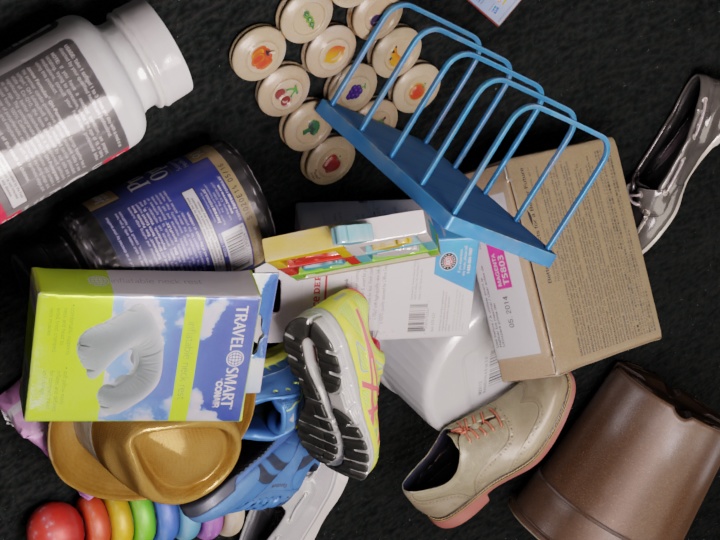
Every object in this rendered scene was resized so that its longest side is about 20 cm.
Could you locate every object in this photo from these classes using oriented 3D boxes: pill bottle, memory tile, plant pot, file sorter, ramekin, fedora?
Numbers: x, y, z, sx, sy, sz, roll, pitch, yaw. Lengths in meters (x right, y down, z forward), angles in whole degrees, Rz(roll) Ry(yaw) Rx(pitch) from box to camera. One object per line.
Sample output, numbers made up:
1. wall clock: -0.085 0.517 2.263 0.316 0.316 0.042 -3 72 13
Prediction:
1. pill bottle: -0.177 -0.018 1.560 0.199 0.112 0.112 -26 137 -18
2. memory tile: -0.017 -0.170 1.626 0.153 0.017 0.200 -39 139 -4
3. plant pot: 0.296 0.221 2.080 0.200 0.200 0.199 21 103 -46
4. file sorter: 0.089 -0.118 1.591 0.138 0.200 0.123 17 110 -45
5. pill bottle: -0.230 -0.122 1.431 0.199 0.111 0.111 -32 138 -11
6. ramekin: 0.114 0.067 1.868 0.200 0.098 0.201 -21 135 -23
7. fedora: -0.164 0.137 1.608 0.200 0.082 0.201 -18 129 -23

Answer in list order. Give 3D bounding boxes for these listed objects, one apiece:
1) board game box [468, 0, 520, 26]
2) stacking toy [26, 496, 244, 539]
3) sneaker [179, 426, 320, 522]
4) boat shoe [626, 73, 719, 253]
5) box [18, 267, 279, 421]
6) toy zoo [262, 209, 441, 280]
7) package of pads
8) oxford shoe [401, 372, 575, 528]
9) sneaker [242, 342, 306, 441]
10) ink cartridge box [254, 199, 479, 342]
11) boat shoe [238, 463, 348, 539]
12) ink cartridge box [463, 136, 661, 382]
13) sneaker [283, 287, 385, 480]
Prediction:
1. board game box: 0.153 -0.311 1.634 0.200 0.019 0.103 -49 140 8
2. stacking toy: -0.211 0.226 1.770 0.199 0.085 0.086 -12 131 -25
3. sneaker: -0.091 0.194 1.747 0.200 0.066 0.079 -37 112 -56
4. boat shoe: 0.300 -0.107 1.895 0.057 0.067 0.200 28 101 -31
5. box: -0.163 0.060 1.506 0.199 0.048 0.123 1 120 -18
6. toy zoo: -0.005 -0.021 1.551 0.130 0.021 0.200 -10 173 6
7. package of pads: -0.203 0.096 1.664 0.200 0.076 0.121 -39 139 -4
8. oxford shoe: 0.124 0.162 1.830 0.200 0.070 0.075 -48 133 5
9. sneaker: -0.064 0.112 1.760 0.199 0.105 0.076 -16 130 -26
10. ink cartridge box: 0.000 0.000 1.717 0.199 0.067 0.116 -2 129 -8
11. boat shoe: -0.069 0.212 1.879 0.068 0.072 0.200 -2 135 -37
12. ink cartridge box: 0.184 -0.011 1.772 0.164 0.075 0.201 -14 91 -42
13. sneaker: -0.007 0.102 1.700 0.090 0.078 0.201 -47 144 -39
